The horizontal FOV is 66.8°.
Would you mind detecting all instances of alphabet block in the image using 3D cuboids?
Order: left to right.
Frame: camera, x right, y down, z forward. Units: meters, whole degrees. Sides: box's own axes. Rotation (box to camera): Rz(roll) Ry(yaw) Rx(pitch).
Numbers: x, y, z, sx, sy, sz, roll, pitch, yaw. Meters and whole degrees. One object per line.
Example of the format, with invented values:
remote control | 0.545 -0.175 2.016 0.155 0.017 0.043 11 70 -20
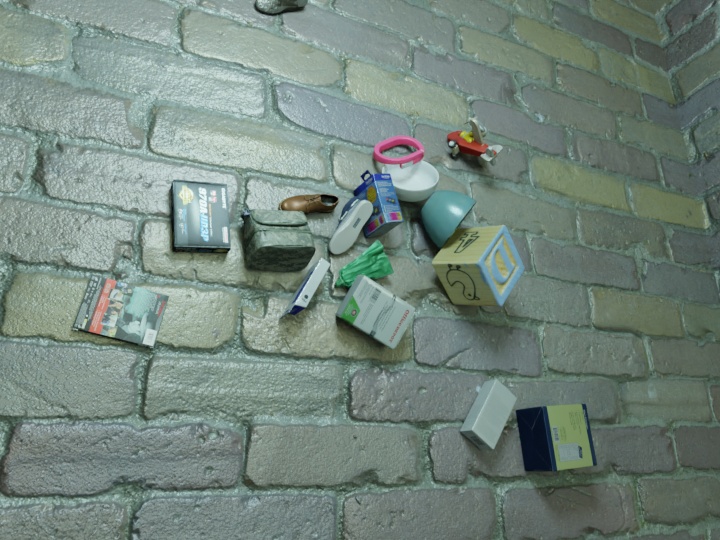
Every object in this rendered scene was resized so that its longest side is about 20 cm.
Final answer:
alphabet block | 0.392 -0.016 1.815 0.197 0.198 0.197 -47 117 -31

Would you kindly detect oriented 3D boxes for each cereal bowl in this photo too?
cereal bowl | 0.167 -0.299 1.873 0.196 0.084 0.202 3 43 -3

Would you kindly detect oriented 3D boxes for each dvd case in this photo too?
dvd case | -0.610 0.107 1.403 0.197 0.022 0.148 17 66 -20

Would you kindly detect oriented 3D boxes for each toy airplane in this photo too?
toy airplane | 0.438 -0.475 2.024 0.198 0.200 0.142 35 73 -13

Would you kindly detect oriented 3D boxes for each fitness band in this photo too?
fitness band | 0.135 -0.416 1.906 0.199 0.038 0.143 -28 53 -33

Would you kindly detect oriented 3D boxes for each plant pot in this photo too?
plant pot | 0.284 -0.195 1.867 0.134 0.201 0.200 39 59 7

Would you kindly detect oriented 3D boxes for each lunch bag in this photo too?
lunch bag | -0.245 -0.101 1.597 0.197 0.140 0.170 -1 57 -27

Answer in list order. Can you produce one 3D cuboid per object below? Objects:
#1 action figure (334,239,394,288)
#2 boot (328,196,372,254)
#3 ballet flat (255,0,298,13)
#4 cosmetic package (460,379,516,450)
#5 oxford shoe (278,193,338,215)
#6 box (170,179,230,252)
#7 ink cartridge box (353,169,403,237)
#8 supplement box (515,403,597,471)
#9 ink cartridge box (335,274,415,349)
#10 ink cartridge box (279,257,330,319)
action figure | 0.000 0.000 1.728 0.198 0.055 0.119 -29 89 -24
boot | -0.044 -0.145 1.752 0.201 0.090 0.073 -51 125 -5
ballet flat | -0.278 -0.938 1.914 0.198 0.046 0.068 -21 114 -25
cosmetic package | 0.416 0.466 1.769 0.101 0.071 0.201 42 60 -8
oxford shoe | -0.159 -0.214 1.711 0.197 0.071 0.072 -12 80 -28
box | -0.454 -0.152 1.553 0.157 0.046 0.203 1 72 -26
ink cartridge box | 0.052 -0.226 1.782 0.075 0.136 0.203 -6 75 -33
supplement box | 0.651 0.555 1.821 0.197 0.134 0.203 4 71 -25
ink cartridge box | 0.047 0.127 1.667 0.199 0.083 0.148 33 83 -13
ink cartridge box | -0.162 0.062 1.598 0.039 0.099 0.201 36 61 -12
